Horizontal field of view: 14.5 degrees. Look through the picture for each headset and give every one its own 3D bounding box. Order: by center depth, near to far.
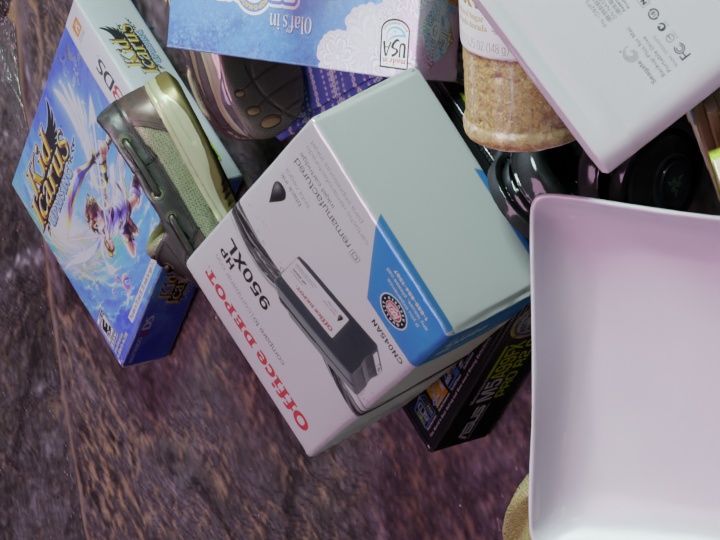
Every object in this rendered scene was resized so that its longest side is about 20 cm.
[{"bbox_3d":[0.135,-0.045,1.522,0.123,0.094,0.201,-10,81,44],"label":"headset"}]

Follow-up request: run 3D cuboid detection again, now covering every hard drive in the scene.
[{"bbox_3d":[0.153,-0.158,1.310,0.132,0.200,0.026,52,178,-5],"label":"hard drive"}]

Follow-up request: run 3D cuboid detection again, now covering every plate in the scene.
[{"bbox_3d":[0.184,0.062,1.451,0.199,0.032,0.201,7,109,23],"label":"plate"}]

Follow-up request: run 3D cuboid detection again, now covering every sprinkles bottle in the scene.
[{"bbox_3d":[0.079,-0.162,1.398,0.068,0.068,0.201,28,130,49],"label":"sprinkles bottle"}]

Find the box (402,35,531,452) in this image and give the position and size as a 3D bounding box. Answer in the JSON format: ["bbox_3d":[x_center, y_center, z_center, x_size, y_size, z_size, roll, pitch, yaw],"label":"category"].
[{"bbox_3d":[0.053,-0.014,1.669,0.161,0.044,0.200,58,143,25],"label":"box"}]

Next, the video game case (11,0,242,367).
[{"bbox_3d":[-0.168,-0.063,1.981,0.182,0.045,0.200,57,143,28],"label":"video game case"}]

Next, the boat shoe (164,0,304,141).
[{"bbox_3d":[-0.097,-0.175,1.770,0.073,0.074,0.201,-18,83,55],"label":"boat shoe"}]

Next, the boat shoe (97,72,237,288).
[{"bbox_3d":[-0.109,-0.027,1.829,0.072,0.066,0.202,-109,-4,-74],"label":"boat shoe"}]

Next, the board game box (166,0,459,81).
[{"bbox_3d":[-0.023,-0.218,1.634,0.199,0.043,0.200,10,100,40],"label":"board game box"}]

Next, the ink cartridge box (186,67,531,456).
[{"bbox_3d":[0.000,0.000,1.611,0.145,0.084,0.200,57,147,8],"label":"ink cartridge box"}]

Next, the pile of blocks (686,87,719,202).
[{"bbox_3d":[0.193,-0.075,1.368,0.200,0.062,0.082,-102,-8,-51],"label":"pile of blocks"}]

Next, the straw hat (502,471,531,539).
[{"bbox_3d":[0.128,0.138,1.577,0.201,0.085,0.202,26,123,49],"label":"straw hat"}]

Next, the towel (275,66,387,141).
[{"bbox_3d":[-0.019,-0.174,1.742,0.200,0.024,0.146,-24,79,55],"label":"towel"}]
